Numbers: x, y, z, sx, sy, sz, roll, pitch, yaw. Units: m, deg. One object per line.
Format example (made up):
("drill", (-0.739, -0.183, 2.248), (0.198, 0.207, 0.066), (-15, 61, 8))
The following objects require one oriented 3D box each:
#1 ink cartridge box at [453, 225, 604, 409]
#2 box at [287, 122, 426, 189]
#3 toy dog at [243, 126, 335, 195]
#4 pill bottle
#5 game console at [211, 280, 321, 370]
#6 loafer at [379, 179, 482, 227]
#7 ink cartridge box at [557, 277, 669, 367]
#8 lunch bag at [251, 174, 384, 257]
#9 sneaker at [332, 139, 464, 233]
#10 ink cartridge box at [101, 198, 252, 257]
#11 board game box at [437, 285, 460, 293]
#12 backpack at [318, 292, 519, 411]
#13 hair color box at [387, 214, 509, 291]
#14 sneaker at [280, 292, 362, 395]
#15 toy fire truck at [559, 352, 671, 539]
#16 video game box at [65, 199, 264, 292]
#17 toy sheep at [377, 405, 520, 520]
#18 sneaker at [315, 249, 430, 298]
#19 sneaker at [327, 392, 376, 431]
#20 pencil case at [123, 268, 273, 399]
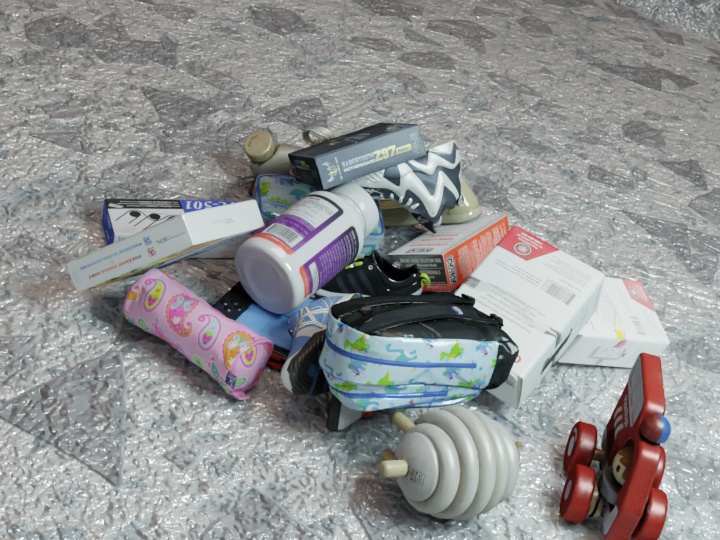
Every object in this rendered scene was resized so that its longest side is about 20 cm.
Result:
("ink cartridge box", (0.202, 0.059, 1.416), (0.144, 0.084, 0.200), (31, 60, 24))
("box", (-0.010, -0.168, 1.566), (0.157, 0.051, 0.200), (-20, 12, -10))
("toy dog", (-0.105, -0.154, 1.730), (0.199, 0.097, 0.132), (2, -24, 38))
("pill bottle", (-0.066, -0.038, 1.463), (0.111, 0.112, 0.200), (30, 47, 24))
("game console", (-0.093, 0.072, 1.443), (0.199, 0.031, 0.177), (22, 32, 10))
("loafer", (0.101, -0.110, 1.718), (0.199, 0.069, 0.076), (-1, 15, 33))
("ink cartridge box", (0.326, 0.070, 1.542), (0.199, 0.068, 0.117), (7, 47, -27))
("lunch bag", (-0.067, -0.076, 1.636), (0.199, 0.083, 0.161), (8, 31, -14))
("sneaker", (0.066, -0.105, 1.613), (0.198, 0.130, 0.079), (-22, 13, -16))
("ink cartridge box", (-0.265, -0.061, 1.568), (0.199, 0.044, 0.094), (-1, 36, -24))
("board game box", (0.158, 0.083, 1.526), (0.151, 0.037, 0.200), (31, 36, 24))
("backpack", (0.051, 0.091, 1.255), (0.199, 0.154, 0.163), (14, 16, -37))
("hair color box", (0.138, -0.028, 1.637), (0.101, 0.062, 0.200), (0, 18, 37))
("sneaker", (-0.057, 0.092, 1.346), (0.077, 0.076, 0.200), (1, 23, 21))
("toy fire truck", (0.311, 0.209, 1.261), (0.112, 0.169, 0.200), (16, 31, 3))
("video game box", (-0.244, -0.034, 1.387), (0.182, 0.047, 0.200), (-23, 0, 23))
("toy sheep", (0.099, 0.213, 1.207), (0.199, 0.138, 0.138), (-4, 35, -34))
("sneaker", (0.000, 0.000, 1.545), (0.199, 0.083, 0.072), (13, 31, -1))
("sneaker", (0.034, 0.143, 1.348), (0.107, 0.068, 0.201), (17, 29, 10))
("pencil case", (-0.201, 0.077, 1.338), (0.200, 0.088, 0.087), (32, 35, 25))
